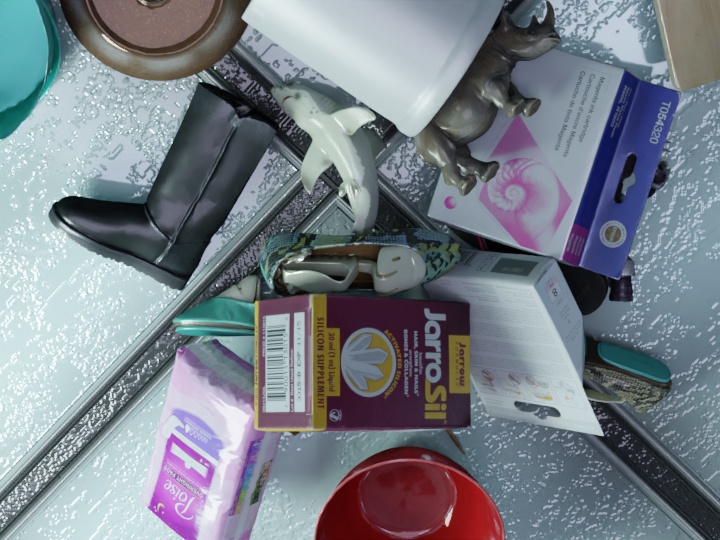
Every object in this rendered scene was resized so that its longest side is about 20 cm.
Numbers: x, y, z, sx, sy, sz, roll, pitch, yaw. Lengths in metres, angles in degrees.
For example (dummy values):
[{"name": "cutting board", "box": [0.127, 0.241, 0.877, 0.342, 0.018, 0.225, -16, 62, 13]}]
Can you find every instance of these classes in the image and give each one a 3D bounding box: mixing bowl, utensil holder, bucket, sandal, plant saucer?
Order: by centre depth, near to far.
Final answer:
[{"name": "utensil holder", "box": [0.010, -0.250, 1.584, 0.199, 0.170, 0.170, 31, 104, -7]}, {"name": "bucket", "box": [-0.385, -0.217, 1.600, 0.206, 0.135, 0.208, 0, 106, 0]}, {"name": "plant saucer", "box": [-0.200, -0.282, 1.637, 0.199, 0.037, 0.202, 0, 107, -2]}, {"name": "sandal", "box": [0.160, -0.025, 1.683, 0.200, 0.045, 0.075, 37, 121, 12]}, {"name": "mixing bowl", "box": [0.051, 0.262, 1.760, 0.199, 0.108, 0.201, 0, 112, 1]}]

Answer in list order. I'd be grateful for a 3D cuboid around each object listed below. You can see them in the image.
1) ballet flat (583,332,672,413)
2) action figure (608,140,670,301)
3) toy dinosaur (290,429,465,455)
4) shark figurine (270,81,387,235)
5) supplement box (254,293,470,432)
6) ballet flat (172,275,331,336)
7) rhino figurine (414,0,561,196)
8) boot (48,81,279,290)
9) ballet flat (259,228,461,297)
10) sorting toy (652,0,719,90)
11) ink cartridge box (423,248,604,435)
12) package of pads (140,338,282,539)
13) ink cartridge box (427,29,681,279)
[{"name": "ballet flat", "box": [0.229, 0.094, 1.746, 0.199, 0.068, 0.075, 29, 120, -11]}, {"name": "action figure", "box": [0.246, -0.070, 1.695, 0.129, 0.069, 0.201, 6, 103, 5]}, {"name": "toy dinosaur", "box": [0.019, 0.139, 1.765, 0.199, 0.061, 0.107, 2, 139, -6]}, {"name": "shark figurine", "box": [-0.001, -0.096, 1.678, 0.128, 0.089, 0.216, -9, 101, 37]}, {"name": "supplement box", "box": [0.003, 0.094, 1.641, 0.199, 0.103, 0.132, 3, 83, -37]}, {"name": "ballet flat", "box": [-0.091, 0.041, 1.727, 0.199, 0.067, 0.071, 6, 82, -3]}, {"name": "rhino figurine", "box": [0.125, -0.174, 1.604, 0.087, 0.060, 0.201, 35, 95, 23]}, {"name": "boot", "box": [-0.195, -0.099, 1.668, 0.164, 0.066, 0.200, 25, 112, -21]}, {"name": "ballet flat", "box": [0.000, 0.000, 1.640, 0.199, 0.074, 0.075, -3, 107, 4]}, {"name": "sorting toy", "box": [0.369, -0.301, 1.619, 0.198, 0.070, 0.201, -17, 105, -3]}, {"name": "ink cartridge box", "box": [0.161, 0.069, 1.698, 0.057, 0.162, 0.200, -51, 126, -28]}, {"name": "package of pads", "box": [-0.150, 0.181, 1.714, 0.120, 0.075, 0.201, 34, 121, 29]}, {"name": "ink cartridge box", "box": [0.188, -0.114, 1.635, 0.199, 0.043, 0.197, 18, 90, 17]}]
